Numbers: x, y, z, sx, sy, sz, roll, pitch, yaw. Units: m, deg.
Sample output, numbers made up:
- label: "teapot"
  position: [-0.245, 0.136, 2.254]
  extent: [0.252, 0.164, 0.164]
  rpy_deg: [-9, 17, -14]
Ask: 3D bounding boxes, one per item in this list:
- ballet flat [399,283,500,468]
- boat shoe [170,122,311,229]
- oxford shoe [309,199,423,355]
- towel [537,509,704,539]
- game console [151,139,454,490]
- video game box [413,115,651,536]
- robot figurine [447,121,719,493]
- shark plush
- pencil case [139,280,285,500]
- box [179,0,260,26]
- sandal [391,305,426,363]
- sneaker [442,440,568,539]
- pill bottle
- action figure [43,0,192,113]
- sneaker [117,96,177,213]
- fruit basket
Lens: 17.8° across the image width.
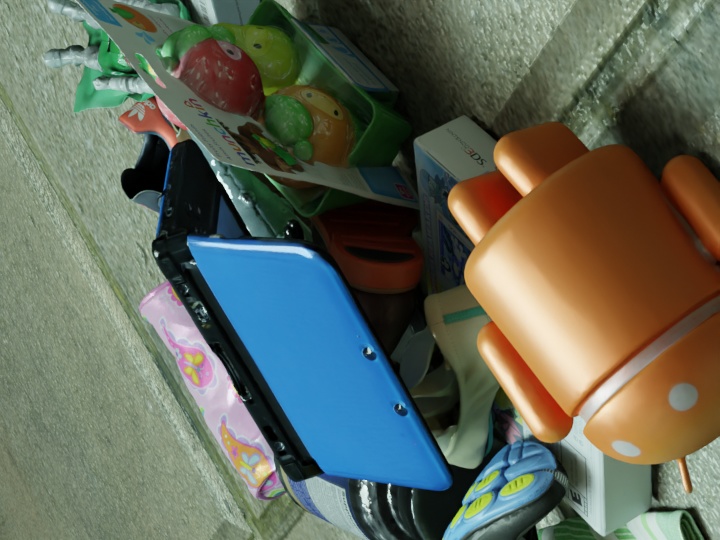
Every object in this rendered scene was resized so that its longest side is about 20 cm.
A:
- label: "ballet flat"
  position: [0.050, 0.069, 1.398]
  extent: [0.070, 0.069, 0.200]
  rpy_deg: [53, 157, 23]
- label: "boat shoe"
  position: [-0.084, -0.068, 1.646]
  extent: [0.075, 0.075, 0.203]
  rpy_deg: [-46, 60, 41]
- label: "oxford shoe"
  position: [0.000, 0.000, 1.465]
  extent: [0.200, 0.071, 0.073]
  rpy_deg: [-93, 8, -74]
- label: "towel"
  position: [0.185, 0.224, 1.451]
  extent: [0.153, 0.023, 0.200]
  rpy_deg: [65, 159, -3]
- label: "game console"
  position: [-0.030, 0.025, 1.380]
  extent: [0.171, 0.118, 0.200]
  rpy_deg: [-87, -25, -53]
- label: "video game box"
  position: [0.104, 0.034, 1.383]
  extent: [0.182, 0.047, 0.200]
  rpy_deg: [42, 151, 39]
- label: "robot figurine"
  position: [0.134, 0.015, 1.191]
  extent: [0.200, 0.144, 0.117]
  rpy_deg: [52, 173, 12]
- label: "shark plush"
  position: [-0.046, -0.025, 1.523]
  extent: [0.083, 0.091, 0.201]
  rpy_deg: [9, 123, 67]
- label: "pencil case"
  position: [-0.099, 0.087, 1.871]
  extent: [0.200, 0.087, 0.088]
  rpy_deg: [56, 158, 18]
- label: "box"
  position: [-0.146, -0.263, 1.619]
  extent: [0.200, 0.041, 0.156]
  rpy_deg: [35, 146, 49]
- label: "sandal"
  position: [-0.010, 0.028, 1.639]
  extent: [0.200, 0.045, 0.075]
  rpy_deg: [27, 138, 57]
- label: "sneaker"
  position: [0.092, 0.177, 1.430]
  extent: [0.083, 0.071, 0.200]
  rpy_deg: [28, 138, 6]
- label: "pill bottle"
  position: [0.027, 0.137, 1.591]
  extent: [0.200, 0.112, 0.112]
  rpy_deg: [13, 127, 63]
- label: "action figure"
  position: [-0.166, -0.163, 1.646]
  extent: [0.200, 0.055, 0.119]
  rpy_deg: [15, 105, 55]
- label: "sneaker"
  position: [-0.138, -0.053, 1.785]
  extent: [0.075, 0.084, 0.201]
  rpy_deg: [32, 143, 53]
- label: "fruit basket"
  position: [-0.066, -0.113, 1.425]
  extent: [0.200, 0.094, 0.185]
  rpy_deg: [18, -156, -51]
